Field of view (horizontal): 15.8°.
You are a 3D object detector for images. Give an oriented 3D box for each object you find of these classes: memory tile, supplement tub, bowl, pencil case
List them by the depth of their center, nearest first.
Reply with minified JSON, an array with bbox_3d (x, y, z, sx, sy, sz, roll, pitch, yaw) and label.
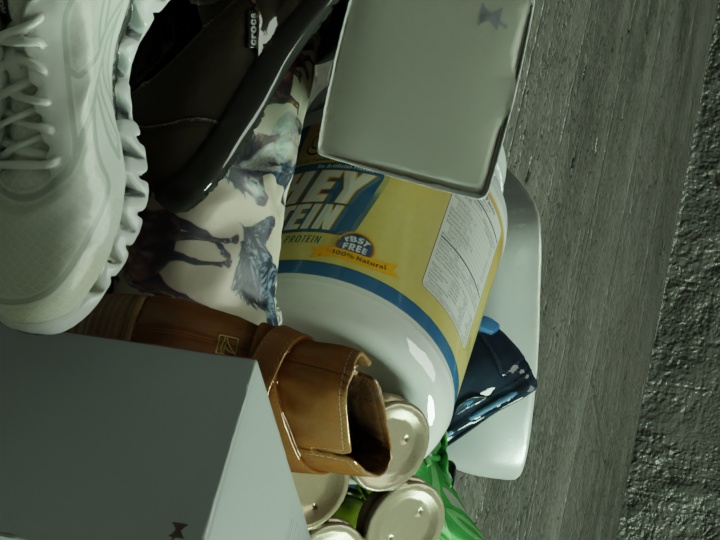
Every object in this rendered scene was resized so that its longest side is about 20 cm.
[{"bbox_3d":[-0.063,-0.057,1.249,0.089,0.078,0.201,20,75,-39],"label":"pencil case"},{"bbox_3d":[-0.041,0.160,1.315,0.200,0.017,0.154,-27,122,-22],"label":"memory tile"},{"bbox_3d":[0.000,0.000,1.419,0.145,0.144,0.200,85,18,-44],"label":"supplement tub"},{"bbox_3d":[0.050,0.022,1.680,0.200,0.074,0.201,-127,-144,-65],"label":"bowl"}]

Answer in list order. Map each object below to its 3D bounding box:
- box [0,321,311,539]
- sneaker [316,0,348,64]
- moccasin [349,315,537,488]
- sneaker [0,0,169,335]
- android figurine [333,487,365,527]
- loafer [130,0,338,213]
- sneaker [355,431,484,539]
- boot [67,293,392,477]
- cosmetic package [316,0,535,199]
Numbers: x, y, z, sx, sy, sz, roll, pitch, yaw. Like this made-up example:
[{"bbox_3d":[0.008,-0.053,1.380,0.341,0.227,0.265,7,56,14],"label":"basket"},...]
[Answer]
[{"bbox_3d":[-0.098,0.121,1.115,0.200,0.124,0.098,78,23,-56],"label":"box"},{"bbox_3d":[-0.022,-0.201,1.362,0.082,0.073,0.201,-46,142,-70],"label":"sneaker"},{"bbox_3d":[0.029,0.116,1.586,0.200,0.068,0.080,-49,174,29],"label":"moccasin"},{"bbox_3d":[-0.125,-0.075,1.033,0.081,0.075,0.201,28,67,-61],"label":"sneaker"},{"bbox_3d":[-0.038,0.219,1.453,0.182,0.041,0.201,-159,-92,-77],"label":"android figurine"},{"bbox_3d":[-0.054,-0.125,1.179,0.200,0.071,0.073,-60,-167,-16],"label":"loafer"},{"bbox_3d":[0.025,0.092,1.507,0.200,0.083,0.074,58,-10,1],"label":"sneaker"},{"bbox_3d":[-0.059,0.072,1.183,0.200,0.154,0.074,63,37,-68],"label":"boot"},{"bbox_3d":[0.033,-0.107,1.290,0.200,0.087,0.104,-82,-174,-80],"label":"cosmetic package"}]
